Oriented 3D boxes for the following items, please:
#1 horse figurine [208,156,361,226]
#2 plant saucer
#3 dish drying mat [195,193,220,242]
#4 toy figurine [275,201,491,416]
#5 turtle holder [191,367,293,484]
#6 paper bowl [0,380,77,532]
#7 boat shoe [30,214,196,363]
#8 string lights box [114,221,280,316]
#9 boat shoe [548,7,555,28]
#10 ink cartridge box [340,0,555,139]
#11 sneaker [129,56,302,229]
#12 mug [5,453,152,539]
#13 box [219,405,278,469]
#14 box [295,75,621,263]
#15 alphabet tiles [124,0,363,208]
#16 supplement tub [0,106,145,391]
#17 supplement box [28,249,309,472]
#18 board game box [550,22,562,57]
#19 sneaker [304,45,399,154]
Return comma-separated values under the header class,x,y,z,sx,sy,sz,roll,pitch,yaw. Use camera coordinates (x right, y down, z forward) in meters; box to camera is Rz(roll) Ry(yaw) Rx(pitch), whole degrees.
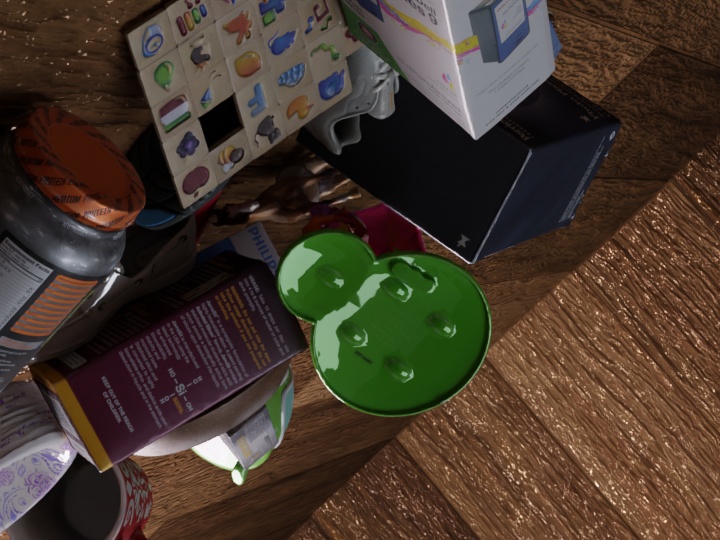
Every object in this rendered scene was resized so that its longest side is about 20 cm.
class,x,y,z,sx,sy,sz,roll,pitch,yaw
horse figurine,-0.043,-0.082,1.662,0.132,0.050,0.200,-19,-165,22
plant saucer,-0.139,0.105,1.575,0.200,0.037,0.201,-22,-162,8
dish drying mat,-0.168,-0.028,1.617,0.077,0.018,0.200,-32,164,-32
toy figurine,0.000,0.000,1.538,0.150,0.200,0.184,-47,-155,13
turtle holder,-0.142,0.128,2.027,0.132,0.140,0.186,-49,136,-40
paper bowl,-0.348,0.167,1.552,0.200,0.104,0.201,-38,168,-9
boat shoe,-0.215,0.001,1.474,0.200,0.071,0.069,-35,158,-32
string lights box,-0.169,0.034,1.605,0.199,0.059,0.103,-28,176,-15
boat shoe,0.132,-0.181,1.847,0.200,0.072,0.072,-43,168,7
ink cartridge box,0.049,-0.205,1.243,0.087,0.145,0.200,-41,154,-13
sneaker,-0.102,-0.106,1.408,0.200,0.073,0.082,-44,166,16
mug,-0.289,0.267,1.948,0.133,0.178,0.200,-16,173,2
box,-0.153,0.110,1.814,0.048,0.159,0.200,-38,168,-9
box,0.089,-0.122,1.585,0.198,0.200,0.124,-22,143,-57
alphabet tiles,-0.070,-0.158,1.310,0.200,0.008,0.168,-37,140,-21
supplement tub,-0.242,-0.007,1.222,0.200,0.123,0.122,-45,167,20
supplement box,-0.158,0.071,1.493,0.200,0.086,0.110,-31,-165,-15
board game box,0.129,-0.158,1.764,0.200,0.019,0.103,-60,155,-8
sneaker,0.008,-0.175,1.454,0.076,0.092,0.200,-29,163,-43
